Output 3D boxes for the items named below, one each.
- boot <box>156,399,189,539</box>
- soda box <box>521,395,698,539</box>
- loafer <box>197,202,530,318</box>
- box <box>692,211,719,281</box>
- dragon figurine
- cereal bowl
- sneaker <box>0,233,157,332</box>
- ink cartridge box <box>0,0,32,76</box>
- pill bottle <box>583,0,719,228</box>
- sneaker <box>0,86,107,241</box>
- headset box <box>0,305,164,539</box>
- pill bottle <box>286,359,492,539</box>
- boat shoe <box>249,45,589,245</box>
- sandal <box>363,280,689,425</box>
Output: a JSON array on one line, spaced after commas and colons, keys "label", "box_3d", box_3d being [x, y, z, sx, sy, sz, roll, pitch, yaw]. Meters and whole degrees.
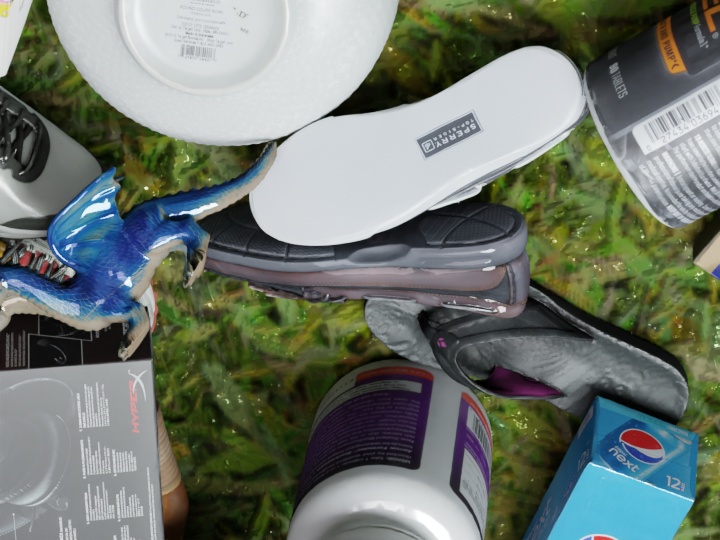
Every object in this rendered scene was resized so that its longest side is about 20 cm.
[{"label": "boot", "box_3d": [-0.204, 0.153, 1.598, 0.200, 0.077, 0.155, -5, 119, 0]}, {"label": "soda box", "box_3d": [0.133, 0.175, 1.551, 0.068, 0.064, 0.200, 20, 127, -4]}, {"label": "loafer", "box_3d": [0.000, 0.000, 1.486, 0.200, 0.072, 0.063, 0, 122, 18]}, {"label": "box", "box_3d": [0.306, 0.003, 1.486, 0.200, 0.032, 0.121, 34, 114, -11]}, {"label": "dragon figurine", "box_3d": [-0.136, -0.019, 1.417, 0.099, 0.059, 0.200, 40, 86, 1]}, {"label": "cereal bowl", "box_3d": [-0.079, -0.155, 1.422, 0.200, 0.083, 0.200, 2, 115, 4]}, {"label": "sneaker", "box_3d": [-0.209, -0.010, 1.506, 0.200, 0.082, 0.078, 33, 115, -10]}, {"label": "ink cartridge box", "box_3d": [-0.236, -0.177, 1.409, 0.116, 0.068, 0.200, 17, 148, -2]}, {"label": "pill bottle", "box_3d": [0.229, -0.113, 1.396, 0.200, 0.106, 0.106, -29, 109, 18]}, {"label": "sneaker", "box_3d": [-0.222, -0.080, 1.426, 0.200, 0.074, 0.079, 27, 146, -23]}, {"label": "headset box", "box_3d": [-0.215, 0.107, 1.487, 0.200, 0.077, 0.149, -4, 114, -4]}, {"label": "pill bottle", "box_3d": [0.016, 0.143, 1.489, 0.111, 0.200, 0.112, 3, 116, 5]}, {"label": "boat shoe", "box_3d": [0.036, -0.066, 1.459, 0.200, 0.068, 0.072, -26, 78, 9]}, {"label": "sandal", "box_3d": [0.099, 0.047, 1.519, 0.200, 0.048, 0.075, 20, 116, -3]}]
